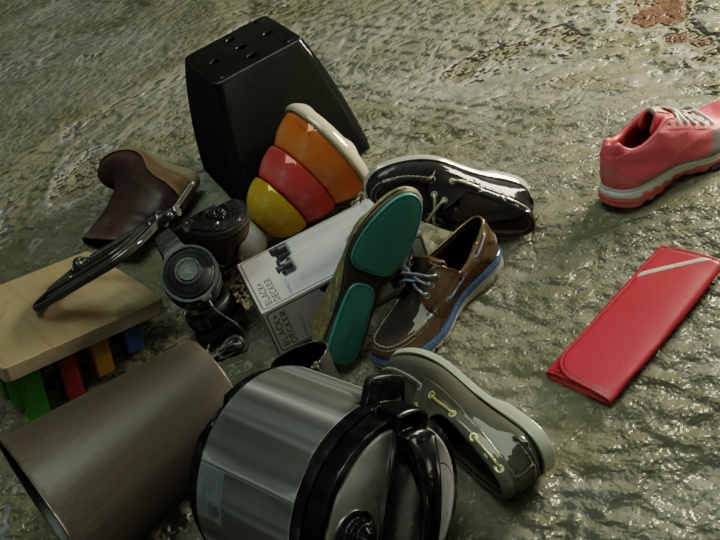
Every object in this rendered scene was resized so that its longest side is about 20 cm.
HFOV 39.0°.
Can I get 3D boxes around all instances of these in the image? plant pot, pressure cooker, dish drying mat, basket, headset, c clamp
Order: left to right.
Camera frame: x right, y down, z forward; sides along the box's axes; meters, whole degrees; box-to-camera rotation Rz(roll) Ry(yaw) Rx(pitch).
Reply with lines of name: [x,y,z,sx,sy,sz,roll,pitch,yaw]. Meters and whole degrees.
c clamp: [-0.287,-0.019,1.177,0.198,0.027,0.172,-28,19,20]
basket: [-0.215,0.168,0.968,0.199,0.138,0.179,-35,50,-25]
headset: [-0.185,0.038,1.131,0.093,0.124,0.200,-36,45,-11]
plant pot: [-0.132,-0.229,1.399,0.198,0.180,0.199,-29,36,-13]
pressure cooker: [-0.018,0.181,0.805,0.198,0.178,0.179,12,50,43]
dish drying mat: [0.263,0.045,0.969,0.076,0.018,0.200,22,54,43]

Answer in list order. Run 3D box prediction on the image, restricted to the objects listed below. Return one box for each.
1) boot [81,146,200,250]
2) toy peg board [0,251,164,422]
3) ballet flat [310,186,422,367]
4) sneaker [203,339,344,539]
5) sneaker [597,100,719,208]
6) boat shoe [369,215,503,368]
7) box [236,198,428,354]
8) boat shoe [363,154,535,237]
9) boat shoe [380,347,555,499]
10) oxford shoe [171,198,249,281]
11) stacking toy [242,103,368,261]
boot: [-0.338,-0.097,1.424,0.197,0.073,0.167,11,44,32]
toy peg board: [-0.358,0.082,1.207,0.197,0.100,0.198,-25,33,-33]
ballet flat: [0.000,0.000,1.055,0.070,0.070,0.203,33,103,50]
sneaker: [-0.085,0.158,0.928,0.074,0.107,0.200,13,48,39]
sneaker: [0.345,-0.147,1.117,0.198,0.088,0.074,-31,37,-13]
boat shoe: [0.071,0.017,1.059,0.071,0.073,0.200,15,49,40]
box: [-0.030,-0.001,1.147,0.197,0.061,0.117,-27,35,-6]
boat shoe: [0.101,-0.074,1.118,0.196,0.075,0.061,9,43,-19]
boat shoe: [0.080,0.133,0.905,0.060,0.073,0.200,-34,40,-26]
oxford shoe: [-0.159,-0.032,1.183,0.072,0.086,0.200,-31,9,-16]
stacking toy: [-0.096,-0.094,1.273,0.200,0.146,0.146,-47,39,-6]
